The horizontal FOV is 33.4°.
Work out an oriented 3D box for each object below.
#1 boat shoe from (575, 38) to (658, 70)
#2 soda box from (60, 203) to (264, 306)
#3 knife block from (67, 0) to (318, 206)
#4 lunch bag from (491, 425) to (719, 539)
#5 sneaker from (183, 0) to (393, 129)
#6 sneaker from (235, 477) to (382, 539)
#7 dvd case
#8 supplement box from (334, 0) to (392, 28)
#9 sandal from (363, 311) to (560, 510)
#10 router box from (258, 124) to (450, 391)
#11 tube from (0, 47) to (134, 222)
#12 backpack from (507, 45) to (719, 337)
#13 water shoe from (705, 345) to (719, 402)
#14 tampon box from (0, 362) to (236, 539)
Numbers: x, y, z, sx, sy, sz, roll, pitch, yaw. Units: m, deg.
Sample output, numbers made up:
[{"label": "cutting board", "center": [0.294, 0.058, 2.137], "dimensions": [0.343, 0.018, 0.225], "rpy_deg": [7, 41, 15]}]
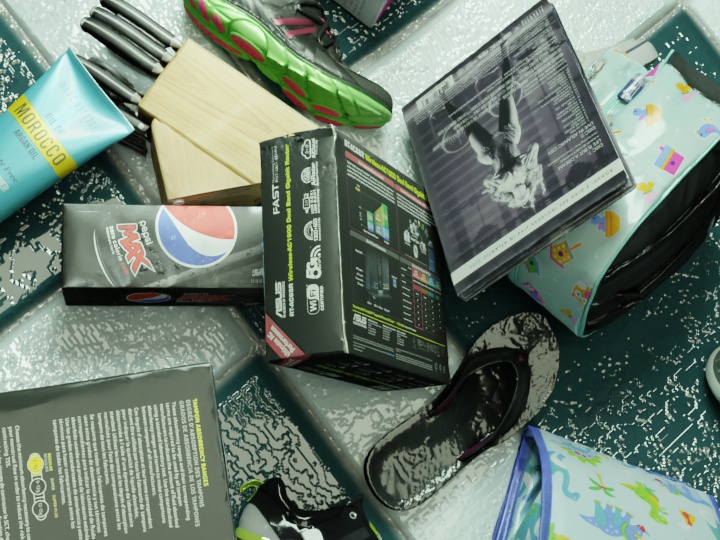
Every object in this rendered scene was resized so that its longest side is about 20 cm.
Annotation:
[{"label": "boat shoe", "center": [0.155, -0.159, 1.000], "dimensions": [0.198, 0.072, 0.067], "rpy_deg": [-26, 85, -9]}, {"label": "soda box", "center": [-0.124, -0.010, 0.903], "dimensions": [0.196, 0.071, 0.065], "rpy_deg": [0, 77, -12]}, {"label": "knife block", "center": [-0.123, -0.136, 0.936], "dimensions": [0.196, 0.064, 0.179], "rpy_deg": [-11, 80, -13]}, {"label": "lunch bag", "center": [0.186, 0.222, 0.890], "dimensions": [0.168, 0.128, 0.202], "rpy_deg": [22, 45, -6]}, {"label": "sneaker", "center": [-0.049, -0.188, 0.958], "dimensions": [0.199, 0.077, 0.084], "rpy_deg": [38, 77, -2]}, {"label": "sneaker", "center": [0.000, 0.207, 0.879], "dimensions": [0.197, 0.072, 0.084], "rpy_deg": [22, 72, -6]}, {"label": "dvd case", "center": [0.109, -0.094, 0.889], "dimensions": [0.016, 0.148, 0.202], "rpy_deg": [33, 31, -41]}, {"label": "supplement box", "center": [-0.032, -0.312, 0.976], "dimensions": [0.199, 0.103, 0.102], "rpy_deg": [38, 72, 0]}, {"label": "sandal", "center": [0.089, 0.110, 0.932], "dimensions": [0.200, 0.048, 0.075], "rpy_deg": [-43, 88, -17]}, {"label": "router box", "center": [0.000, 0.000, 0.862], "dimensions": [0.061, 0.199, 0.153], "rpy_deg": [-8, 76, 23]}, {"label": "tube", "center": [-0.265, -0.070, 0.876], "dimensions": [0.199, 0.050, 0.078], "rpy_deg": [-40, 93, -4]}, {"label": "backpack", "center": [0.193, -0.056, 0.929], "dimensions": [0.152, 0.176, 0.201], "rpy_deg": [33, 73, 15]}, {"label": "water shoe", "center": [0.370, 0.131, 0.977], "dimensions": [0.198, 0.079, 0.072], "rpy_deg": [29, 68, 23]}, {"label": "tampon box", "center": [-0.192, 0.145, 0.812], "dimensions": [0.196, 0.150, 0.129], "rpy_deg": [-7, 79, -13]}]
